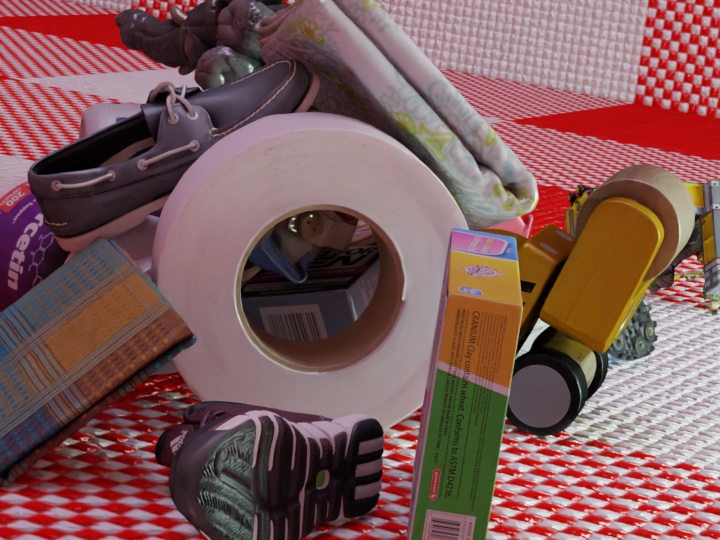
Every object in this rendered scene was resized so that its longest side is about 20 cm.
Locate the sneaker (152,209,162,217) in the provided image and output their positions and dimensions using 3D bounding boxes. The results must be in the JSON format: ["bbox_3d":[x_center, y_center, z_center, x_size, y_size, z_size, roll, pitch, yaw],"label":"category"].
[{"bbox_3d":[-0.136,-0.055,1.591,0.199,0.081,0.083,-1,-4,-9],"label":"sneaker"}]

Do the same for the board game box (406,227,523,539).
[{"bbox_3d":[0.058,0.069,1.207,0.040,0.154,0.200,9,12,1],"label":"board game box"}]

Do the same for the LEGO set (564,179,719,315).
[{"bbox_3d":[0.279,-0.008,1.929,0.199,0.117,0.154,6,-19,-23],"label":"LEGO set"}]

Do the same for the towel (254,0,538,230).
[{"bbox_3d":[0.017,-0.102,1.424,0.200,0.048,0.171,47,-12,-8],"label":"towel"}]

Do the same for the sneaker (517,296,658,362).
[{"bbox_3d":[0.141,0.035,1.650,0.199,0.072,0.072,8,-16,-32],"label":"sneaker"}]

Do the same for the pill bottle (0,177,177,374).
[{"bbox_3d":[-0.179,0.006,1.467,0.112,0.113,0.200,-1,14,-35],"label":"pill bottle"}]

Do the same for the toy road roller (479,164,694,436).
[{"bbox_3d":[0.121,0.003,1.464,0.146,0.201,0.123,32,16,8],"label":"toy road roller"}]

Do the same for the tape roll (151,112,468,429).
[{"bbox_3d":[-0.029,0.005,1.347,0.201,0.204,0.071,5,11,-11],"label":"tape roll"}]

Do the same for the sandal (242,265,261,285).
[{"bbox_3d":[-0.063,0.029,1.605,0.211,0.078,0.070,-15,56,-45],"label":"sandal"}]

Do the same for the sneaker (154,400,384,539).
[{"bbox_3d":[-0.077,0.107,1.171,0.115,0.076,0.200,7,0,27],"label":"sneaker"}]

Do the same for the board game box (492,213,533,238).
[{"bbox_3d":[0.084,-0.050,1.699,0.199,0.039,0.158,18,7,20],"label":"board game box"}]

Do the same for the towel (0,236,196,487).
[{"bbox_3d":[-0.180,0.052,1.280,0.146,0.022,0.200,-38,25,-7],"label":"towel"}]

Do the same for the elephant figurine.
[{"bbox_3d":[-0.082,-0.177,1.657,0.155,0.142,0.200,27,16,-24],"label":"elephant figurine"}]

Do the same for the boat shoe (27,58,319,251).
[{"bbox_3d":[-0.121,-0.086,1.382,0.199,0.062,0.073,-30,30,4],"label":"boat shoe"}]

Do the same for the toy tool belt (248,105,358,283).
[{"bbox_3d":[-0.062,-0.038,1.464,0.125,0.123,0.200,49,-13,-26],"label":"toy tool belt"}]

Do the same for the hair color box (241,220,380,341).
[{"bbox_3d":[0.000,0.000,1.546,0.099,0.061,0.200,-4,22,30],"label":"hair color box"}]

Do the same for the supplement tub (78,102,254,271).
[{"bbox_3d":[-0.121,-0.058,1.710,0.199,0.146,0.145,1,12,-11],"label":"supplement tub"}]
